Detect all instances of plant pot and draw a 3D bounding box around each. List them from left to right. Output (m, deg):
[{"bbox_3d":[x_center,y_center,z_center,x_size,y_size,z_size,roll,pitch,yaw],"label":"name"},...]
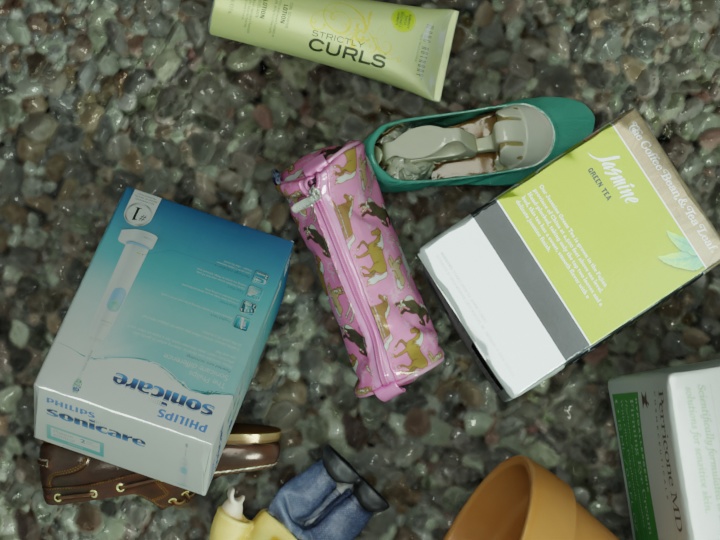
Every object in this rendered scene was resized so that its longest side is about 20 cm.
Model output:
[{"bbox_3d":[0.136,0.258,1.512,0.139,0.200,0.201,27,88,-10],"label":"plant pot"}]

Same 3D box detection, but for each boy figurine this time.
[{"bbox_3d":[-0.073,0.230,1.614,0.200,0.064,0.124,-44,94,-3],"label":"boy figurine"}]

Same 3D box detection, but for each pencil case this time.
[{"bbox_3d":[0.000,0.000,1.596,0.086,0.083,0.201,-26,99,-31],"label":"pencil case"}]

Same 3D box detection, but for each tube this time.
[{"bbox_3d":[-0.023,-0.198,1.647,0.198,0.052,0.058,13,128,-2],"label":"tube"}]

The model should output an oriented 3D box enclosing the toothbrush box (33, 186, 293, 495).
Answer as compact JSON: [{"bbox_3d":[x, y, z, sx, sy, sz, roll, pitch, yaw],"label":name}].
[{"bbox_3d":[-0.152,0.053,1.573,0.145,0.086,0.201,17,55,3],"label":"toothbrush box"}]

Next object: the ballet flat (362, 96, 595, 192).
[{"bbox_3d":[0.094,-0.100,1.623,0.198,0.070,0.068,-10,86,2],"label":"ballet flat"}]

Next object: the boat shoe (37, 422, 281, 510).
[{"bbox_3d":[-0.161,0.157,1.622,0.198,0.070,0.071,-1,91,9],"label":"boat shoe"}]

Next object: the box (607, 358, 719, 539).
[{"bbox_3d":[0.314,0.162,1.532,0.198,0.171,0.201,-8,86,-10],"label":"box"}]

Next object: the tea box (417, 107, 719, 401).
[{"bbox_3d":[0.158,-0.006,1.549,0.196,0.200,0.134,-32,85,-1],"label":"tea box"}]
